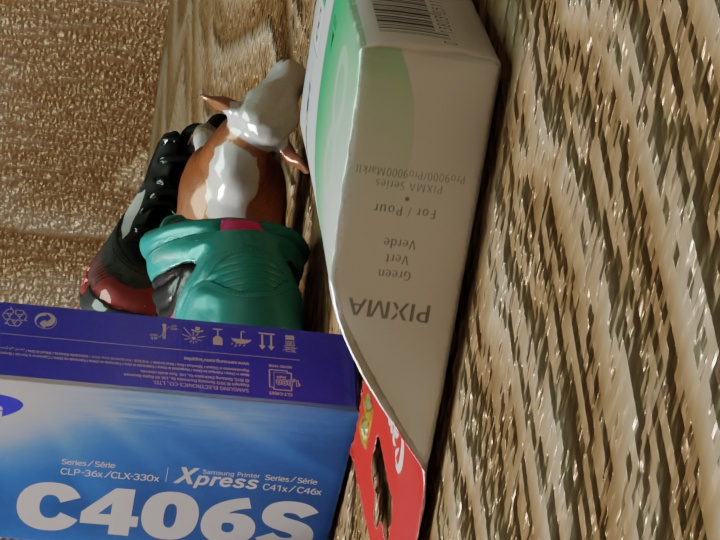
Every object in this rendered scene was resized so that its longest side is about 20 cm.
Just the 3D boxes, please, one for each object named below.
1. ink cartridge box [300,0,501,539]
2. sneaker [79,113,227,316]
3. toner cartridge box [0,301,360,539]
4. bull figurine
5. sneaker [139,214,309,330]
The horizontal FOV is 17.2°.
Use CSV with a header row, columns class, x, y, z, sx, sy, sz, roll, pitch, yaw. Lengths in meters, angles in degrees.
class,x,y,z,sx,sy,sz,roll,pitch,yaw
ink cartridge box,0.000,0.000,0.788,0.161,0.050,0.202,-103,23,-69
sneaker,-0.104,-0.030,1.367,0.201,0.070,0.099,-55,-15,-60
toner cartridge box,-0.105,0.063,0.941,0.043,0.198,0.095,-94,12,-47
bull figurine,-0.067,-0.017,1.243,0.121,0.065,0.202,-101,20,-78
sneaker,-0.074,0.035,1.162,0.200,0.083,0.122,122,149,-56
